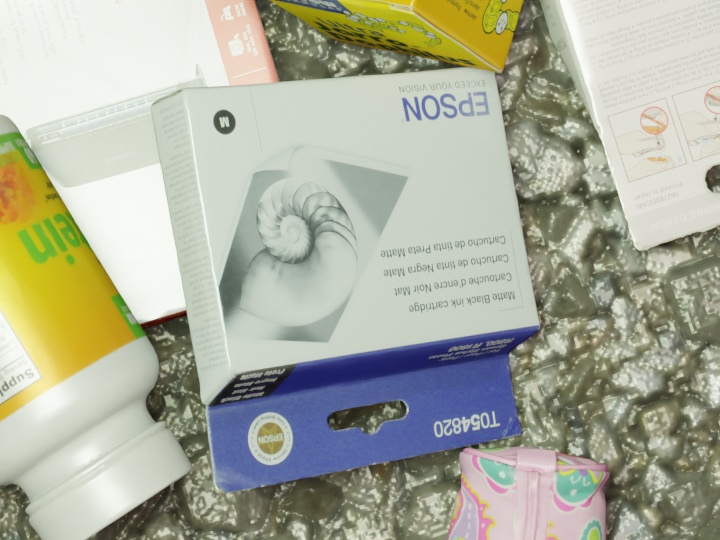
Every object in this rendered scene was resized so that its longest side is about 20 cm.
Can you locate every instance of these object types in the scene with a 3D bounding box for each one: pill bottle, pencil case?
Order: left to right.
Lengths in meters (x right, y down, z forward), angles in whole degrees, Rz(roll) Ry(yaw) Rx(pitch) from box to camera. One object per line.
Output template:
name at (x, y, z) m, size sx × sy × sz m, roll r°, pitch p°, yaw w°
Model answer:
pill bottle at (-0.168, 0.035, 1.096) m, size 0.111 × 0.111 × 0.201 m, roll -32°, pitch 88°, yaw -3°
pencil case at (0.082, 0.193, 1.156) m, size 0.087 × 0.087 × 0.202 m, roll 7°, pitch 85°, yaw -1°

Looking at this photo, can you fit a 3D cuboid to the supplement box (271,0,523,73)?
supplement box at (0.035, -0.219, 1.151) m, size 0.108 × 0.109 × 0.201 m, roll 15°, pitch 85°, yaw 32°

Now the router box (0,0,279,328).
router box at (-0.126, -0.069, 1.184) m, size 0.178 × 0.049 × 0.201 m, roll -17°, pitch 87°, yaw -3°

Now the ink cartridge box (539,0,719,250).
ink cartridge box at (0.188, -0.129, 1.202) m, size 0.160 × 0.050 × 0.201 m, roll -18°, pitch 91°, yaw -3°

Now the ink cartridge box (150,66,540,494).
ink cartridge box at (0.000, 0.000, 1.143) m, size 0.198 × 0.041 × 0.202 m, roll -9°, pitch 87°, yaw -33°
